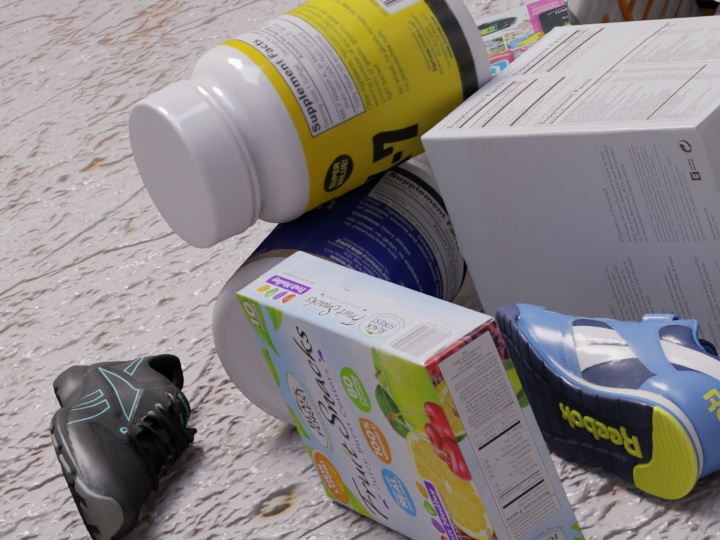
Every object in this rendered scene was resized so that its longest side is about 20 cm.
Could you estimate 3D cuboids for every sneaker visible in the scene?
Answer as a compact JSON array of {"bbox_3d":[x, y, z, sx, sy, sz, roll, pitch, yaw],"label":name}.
[{"bbox_3d":[-0.142,0.097,1.677,0.079,0.076,0.200,-19,23,1],"label":"sneaker"},{"bbox_3d":[0.145,0.061,1.510,0.082,0.074,0.200,-29,31,-21],"label":"sneaker"},{"bbox_3d":[0.190,-0.163,1.860,0.077,0.079,0.200,29,9,37],"label":"sneaker"}]

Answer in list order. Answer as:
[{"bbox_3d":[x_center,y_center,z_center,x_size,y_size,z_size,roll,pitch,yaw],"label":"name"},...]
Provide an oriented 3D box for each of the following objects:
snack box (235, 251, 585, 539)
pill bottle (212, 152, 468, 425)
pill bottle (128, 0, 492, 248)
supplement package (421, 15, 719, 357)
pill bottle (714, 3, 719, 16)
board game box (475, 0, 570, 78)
[{"bbox_3d":[0.024,0.077,1.483,0.053,0.143,0.200,-32,25,-22],"label":"snack box"},{"bbox_3d":[0.000,0.000,1.715,0.115,0.116,0.200,-7,26,31],"label":"pill bottle"},{"bbox_3d":[-0.031,-0.098,1.662,0.200,0.115,0.114,-28,23,-23],"label":"pill bottle"},{"bbox_3d":[0.173,-0.049,1.621,0.199,0.152,0.151,0,30,43],"label":"supplement package"},{"bbox_3d":[0.309,-0.136,1.749,0.111,0.112,0.200,-30,24,-21],"label":"pill bottle"},{"bbox_3d":[0.113,-0.123,1.959,0.147,0.064,0.200,-19,24,6],"label":"board game box"}]
